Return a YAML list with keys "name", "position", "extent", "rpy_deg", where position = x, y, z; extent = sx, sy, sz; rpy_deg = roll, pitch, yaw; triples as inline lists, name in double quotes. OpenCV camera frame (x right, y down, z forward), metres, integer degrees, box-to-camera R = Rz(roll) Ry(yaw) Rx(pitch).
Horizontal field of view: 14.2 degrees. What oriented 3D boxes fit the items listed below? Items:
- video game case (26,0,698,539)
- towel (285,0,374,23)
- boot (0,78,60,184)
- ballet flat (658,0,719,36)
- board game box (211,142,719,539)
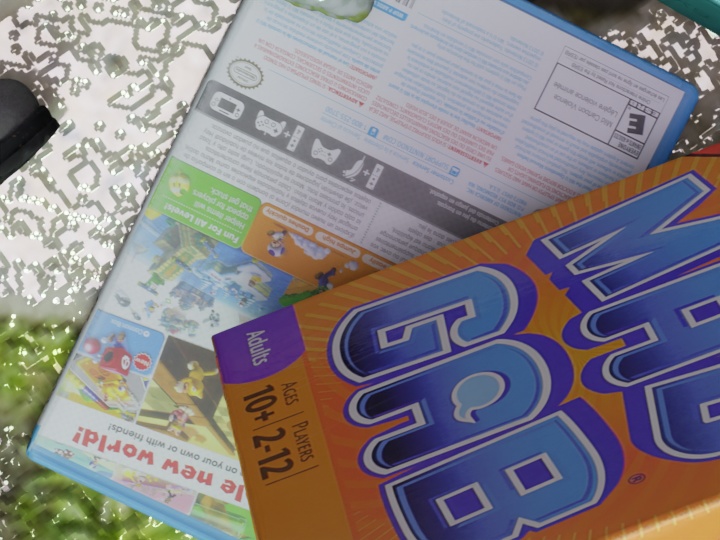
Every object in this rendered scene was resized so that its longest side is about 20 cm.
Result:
- name: "video game case"
  position: [0.000, 0.000, 0.919]
  extent: [0.143, 0.018, 0.200]
  rpy_deg: [26, 97, -7]
- name: "towel"
  position: [-0.071, -0.183, 0.868]
  extent: [0.200, 0.048, 0.172]
  rpy_deg: [15, 93, -2]
- name: "boot"
  position: [-0.204, -0.046, 0.880]
  extent: [0.200, 0.070, 0.132]
  rpy_deg: [-26, 94, -3]
- name: "ballet flat"
  position: [0.161, -0.073, 0.895]
  extent: [0.200, 0.068, 0.075]
  rpy_deg: [41, 83, -5]
- name: "board game box"
  position: [0.091, 0.107, 0.827]
  extent: [0.200, 0.200, 0.200]
  rpy_deg: [-21, 114, 0]
